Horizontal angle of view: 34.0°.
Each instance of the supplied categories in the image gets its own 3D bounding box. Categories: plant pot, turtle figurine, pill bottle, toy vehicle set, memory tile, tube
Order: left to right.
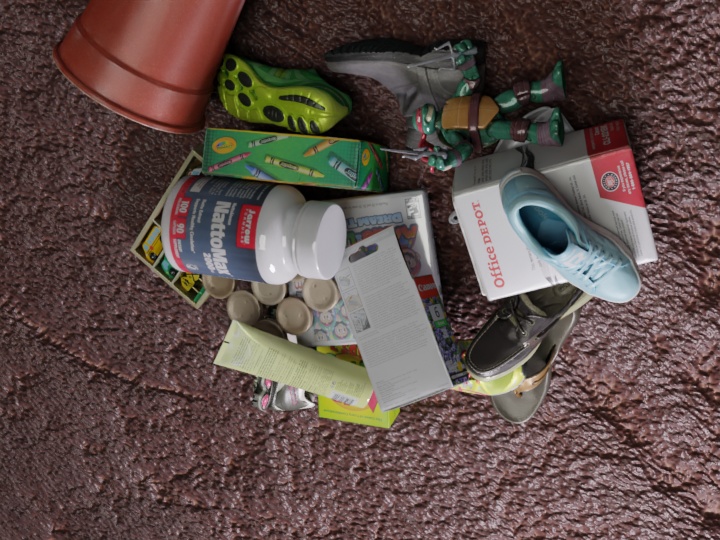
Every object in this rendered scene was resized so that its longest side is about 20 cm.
[{"bbox_3d":[-0.231,-0.298,1.386,0.200,0.201,0.196,34,112,5],"label":"plant pot"},{"bbox_3d":[-0.213,-0.055,1.558,0.124,0.027,0.200,40,125,1],"label":"toy vehicle set"},{"bbox_3d":[-0.125,-0.046,1.404,0.199,0.120,0.120,7,114,21],"label":"pill bottle"},{"bbox_3d":[-0.130,0.000,1.491,0.153,0.017,0.200,-42,84,25],"label":"memory tile"},{"bbox_3d":[-0.079,0.119,1.484,0.199,0.052,0.058,19,84,-12],"label":"tube"},{"bbox_3d":[0.124,-0.176,1.299,0.198,0.101,0.151,-2,79,16],"label":"turtle figurine"}]

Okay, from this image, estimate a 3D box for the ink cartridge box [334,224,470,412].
[{"bbox_3d":[0.044,0.056,1.405,0.109,0.050,0.201,-24,82,33],"label":"ink cartridge box"}]

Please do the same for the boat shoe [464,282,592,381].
[{"bbox_3d":[0.197,0.047,1.380,0.200,0.065,0.073,-43,64,-5],"label":"boat shoe"}]

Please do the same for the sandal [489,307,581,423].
[{"bbox_3d":[0.212,0.108,1.457,0.081,0.055,0.201,30,119,7],"label":"sandal"}]

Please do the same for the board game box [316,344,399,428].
[{"bbox_3d":[-0.004,0.101,1.542,0.101,0.048,0.201,7,114,18],"label":"board game box"}]

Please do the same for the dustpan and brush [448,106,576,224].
[{"bbox_3d":[0.183,-0.099,1.388,0.199,0.057,0.140,-33,110,23],"label":"dustpan and brush"}]

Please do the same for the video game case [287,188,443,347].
[{"bbox_3d":[0.000,0.000,1.461,0.199,0.024,0.183,-5,99,21],"label":"video game case"}]

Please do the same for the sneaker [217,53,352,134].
[{"bbox_3d":[-0.096,-0.212,1.429,0.199,0.083,0.075,26,117,30],"label":"sneaker"}]

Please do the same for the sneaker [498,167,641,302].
[{"bbox_3d":[0.221,-0.020,1.246,0.200,0.082,0.074,37,118,-14],"label":"sneaker"}]

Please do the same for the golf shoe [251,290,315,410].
[{"bbox_3d":[-0.092,0.098,1.573,0.087,0.077,0.201,8,119,-4],"label":"golf shoe"}]

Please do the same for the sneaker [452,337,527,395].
[{"bbox_3d":[0.111,0.119,1.451,0.199,0.090,0.079,-2,93,39],"label":"sneaker"}]

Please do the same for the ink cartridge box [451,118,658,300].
[{"bbox_3d":[0.215,-0.066,1.317,0.199,0.084,0.145,-14,117,13],"label":"ink cartridge box"}]

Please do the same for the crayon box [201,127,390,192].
[{"bbox_3d":[-0.076,-0.133,1.422,0.199,0.119,0.059,7,94,19],"label":"crayon box"}]

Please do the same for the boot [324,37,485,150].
[{"bbox_3d":[0.053,-0.199,1.379,0.199,0.070,0.133,6,116,19],"label":"boot"}]
